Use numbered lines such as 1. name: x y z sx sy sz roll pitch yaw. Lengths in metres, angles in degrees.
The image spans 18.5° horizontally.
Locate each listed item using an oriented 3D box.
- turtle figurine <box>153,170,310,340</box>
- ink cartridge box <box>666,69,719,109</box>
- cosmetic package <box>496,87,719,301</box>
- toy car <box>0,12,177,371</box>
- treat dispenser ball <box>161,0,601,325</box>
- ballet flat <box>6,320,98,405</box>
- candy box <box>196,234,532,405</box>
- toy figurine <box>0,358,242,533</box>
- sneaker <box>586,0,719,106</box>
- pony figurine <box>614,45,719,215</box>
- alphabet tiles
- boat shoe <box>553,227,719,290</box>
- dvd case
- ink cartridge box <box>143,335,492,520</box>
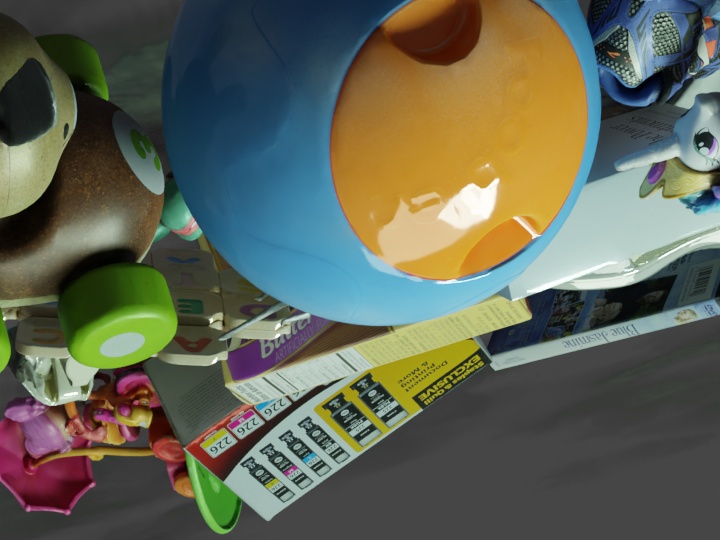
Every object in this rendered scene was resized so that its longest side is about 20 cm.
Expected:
1. turtle figurine: -0.070 -0.028 1.286 0.149 0.102 0.200 16 -164 29
2. ink cartridge box: 0.275 -0.100 1.220 0.173 0.044 0.200 27 135 -10
3. cosmetic package: 0.103 -0.047 1.186 0.150 0.052 0.200 -22 -163 -15
4. toy car: -0.155 -0.067 0.998 0.157 0.165 0.200 -9 152 -20
5. treat dispenser ball: 0.009 -0.076 1.001 0.199 0.202 0.201 -13 165 -4
6. ballet flat: -0.208 0.053 1.513 0.067 0.069 0.200 -10 164 -19
7. candy box: 0.000 0.000 1.423 0.198 0.118 0.056 -17 158 12
8. toy figurine: -0.205 0.127 1.717 0.182 0.151 0.200 -8 144 11
9. sneaker: 0.145 -0.121 1.111 0.075 0.079 0.200 27 -176 18
10. pony figurine: 0.228 -0.109 1.029 0.191 0.167 0.201 -4 138 -22
11. alphabet tiles: -0.142 0.013 1.308 0.198 0.015 0.196 4 -162 -7
12. boat shoe: 0.192 -0.043 1.422 0.200 0.075 0.065 -13 128 7
13. dvd case: 0.187 -0.004 1.548 0.199 0.143 0.018 -17 124 38
14. ink cartridge box: -0.019 0.074 1.539 0.199 0.084 0.176 -35 143 5
